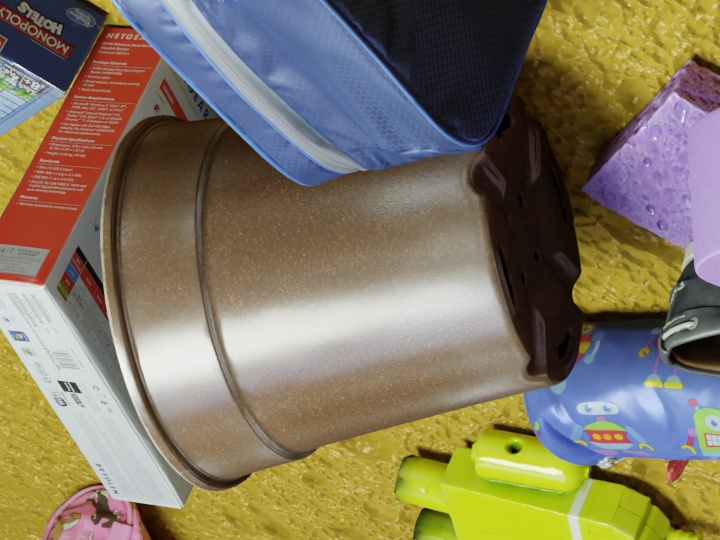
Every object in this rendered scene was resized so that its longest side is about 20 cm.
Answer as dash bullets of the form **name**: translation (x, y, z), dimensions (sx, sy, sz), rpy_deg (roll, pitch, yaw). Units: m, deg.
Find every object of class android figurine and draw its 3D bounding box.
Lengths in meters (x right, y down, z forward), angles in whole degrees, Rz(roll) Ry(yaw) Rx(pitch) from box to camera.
- **android figurine**: translation (0.123, 0.166, 1.667), dimensions (0.199, 0.041, 0.182), rpy_deg (10, 145, 24)

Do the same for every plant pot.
- **plant pot**: translation (0.000, 0.000, 1.363), dimensions (0.197, 0.201, 0.201), rpy_deg (-11, 136, 20)

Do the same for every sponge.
- **sponge**: translation (0.221, -0.026, 1.332), dimensions (0.199, 0.030, 0.112), rpy_deg (28, 149, -6)

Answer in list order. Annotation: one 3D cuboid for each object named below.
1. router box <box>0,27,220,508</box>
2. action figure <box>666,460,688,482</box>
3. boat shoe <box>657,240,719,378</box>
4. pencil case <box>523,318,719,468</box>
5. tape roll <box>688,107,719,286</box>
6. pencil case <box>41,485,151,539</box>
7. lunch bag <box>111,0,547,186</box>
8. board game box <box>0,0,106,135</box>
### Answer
- **router box**: translation (-0.118, 0.000, 1.457), dimensions (0.049, 0.180, 0.200), rpy_deg (5, 142, 27)
- **action figure**: translation (0.261, 0.105, 1.482), dimensions (0.199, 0.052, 0.066), rpy_deg (1, 137, 29)
- **boat shoe**: translation (0.245, 0.037, 1.312), dimensions (0.199, 0.068, 0.072), rpy_deg (11, 144, 26)
- **pencil case**: translation (0.185, 0.071, 1.448), dimensions (0.199, 0.078, 0.087), rpy_deg (-1, 116, 36)
- **tape roll**: translation (0.246, -0.036, 1.176), dimensions (0.199, 0.066, 0.200), rpy_deg (-2, 169, 0)
- **pencil case**: translation (-0.152, 0.242, 1.927), dimensions (0.083, 0.087, 0.200), rpy_deg (-24, 131, 12)
- **lunch bag**: translation (-0.016, -0.134, 1.233), dimensions (0.132, 0.136, 0.200), rpy_deg (-8, 137, 42)
- **board game box**: translation (-0.268, -0.126, 1.484), dimensions (0.199, 0.062, 0.200), rpy_deg (31, 147, -9)
